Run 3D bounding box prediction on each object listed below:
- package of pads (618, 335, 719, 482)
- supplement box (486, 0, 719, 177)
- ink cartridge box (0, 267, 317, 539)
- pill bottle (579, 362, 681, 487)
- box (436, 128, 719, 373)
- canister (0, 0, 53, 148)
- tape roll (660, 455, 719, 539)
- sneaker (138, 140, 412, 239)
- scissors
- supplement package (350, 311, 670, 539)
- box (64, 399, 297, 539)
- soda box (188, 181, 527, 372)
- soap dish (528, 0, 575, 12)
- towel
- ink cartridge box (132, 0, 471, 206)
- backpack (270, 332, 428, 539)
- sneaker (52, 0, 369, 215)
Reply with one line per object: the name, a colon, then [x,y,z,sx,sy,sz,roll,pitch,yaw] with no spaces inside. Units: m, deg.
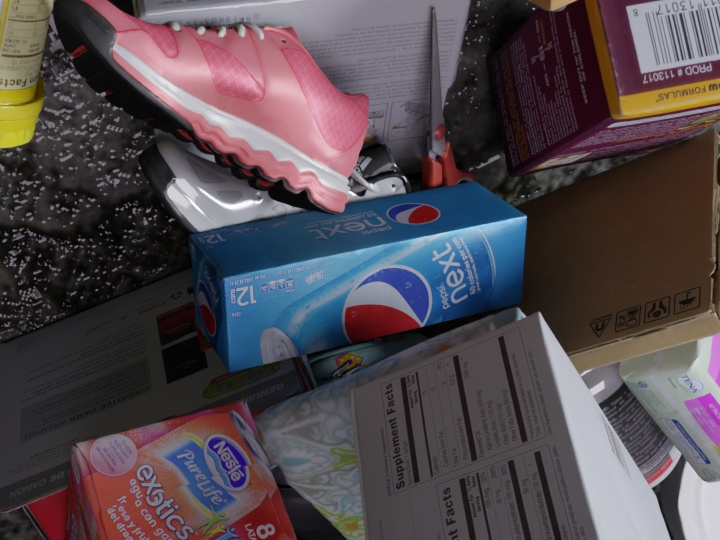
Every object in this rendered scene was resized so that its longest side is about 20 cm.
package of pads: [0.258,0.035,0.813,0.068,0.201,0.155,-13,135,38]
supplement box: [0.159,-0.121,0.677,0.110,0.200,0.086,-11,87,-10]
ink cartridge box: [-0.131,0.090,0.744,0.199,0.176,0.084,-22,124,-1]
pill bottle: [0.164,0.077,0.840,0.114,0.114,0.200,-32,134,5]
box: [0.139,0.000,0.726,0.200,0.164,0.021,-22,125,35]
canister: [-0.229,-0.181,0.603,0.148,0.087,0.201,10,116,-21]
tape roll: [0.359,0.186,0.947,0.201,0.071,0.203,0,91,2]
sneaker: [-0.042,-0.057,0.734,0.115,0.076,0.200,-45,136,13]
scissors: [0.047,-0.076,0.733,0.073,0.014,0.200,-54,153,-21]
supplement package: [0.093,0.152,0.582,0.111,0.156,0.200,-24,133,15]
box: [-0.113,0.169,0.667,0.102,0.095,0.200,-13,153,-24]
soda box: [0.000,0.000,0.697,0.199,0.068,0.064,-13,119,-22]
soap dish: [0.114,-0.212,0.573,0.200,0.157,0.081,-28,136,-26]
towel: [0.056,0.117,0.683,0.171,0.048,0.200,-26,132,13]
ink cartridge box: [-0.038,-0.122,0.721,0.199,0.044,0.174,-8,148,-11]
backpack: [-0.005,0.147,0.827,0.199,0.153,0.176,-13,131,-15]
sneaker: [-0.077,-0.110,0.637,0.200,0.074,0.087,31,81,-31]
